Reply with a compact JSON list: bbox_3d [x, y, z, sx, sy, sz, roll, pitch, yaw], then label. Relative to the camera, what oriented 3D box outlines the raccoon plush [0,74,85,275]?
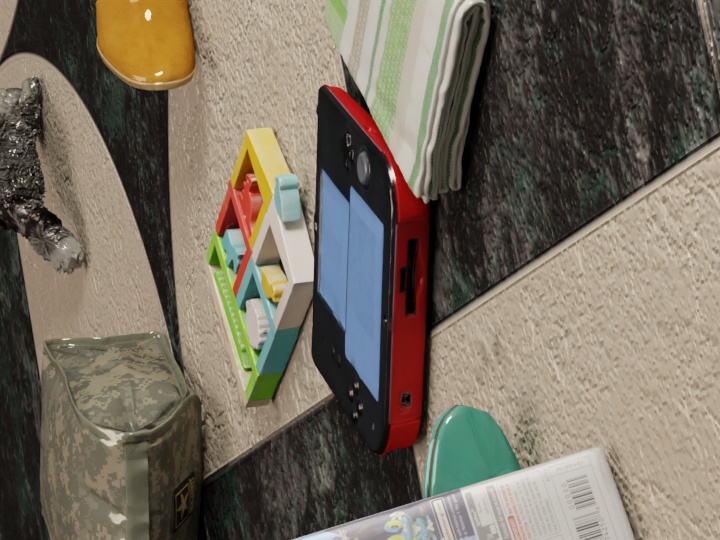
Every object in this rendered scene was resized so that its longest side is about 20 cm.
[{"bbox_3d":[-0.301,-0.085,2.571,0.200,0.134,0.097,48,136,5],"label":"raccoon plush"}]

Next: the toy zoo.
[{"bbox_3d":[-0.069,-0.009,1.984,0.200,0.020,0.131,112,146,-53],"label":"toy zoo"}]

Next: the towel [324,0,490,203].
[{"bbox_3d":[0.028,-0.156,1.666,0.200,0.031,0.149,-115,29,-46],"label":"towel"}]

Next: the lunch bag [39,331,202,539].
[{"bbox_3d":[-0.187,0.160,2.226,0.200,0.117,0.164,-125,35,-62],"label":"lunch bag"}]

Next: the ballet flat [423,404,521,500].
[{"bbox_3d":[0.077,0.174,1.590,0.070,0.067,0.200,19,117,42],"label":"ballet flat"}]

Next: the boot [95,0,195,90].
[{"bbox_3d":[-0.167,-0.239,2.107,0.201,0.071,0.144,-114,22,-51],"label":"boot"}]

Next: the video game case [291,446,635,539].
[{"bbox_3d":[0.068,0.205,1.436,0.023,0.182,0.200,77,176,-62],"label":"video game case"}]

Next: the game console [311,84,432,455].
[{"bbox_3d":[0.000,0.000,1.779,0.177,0.031,0.200,-134,42,-59],"label":"game console"}]
